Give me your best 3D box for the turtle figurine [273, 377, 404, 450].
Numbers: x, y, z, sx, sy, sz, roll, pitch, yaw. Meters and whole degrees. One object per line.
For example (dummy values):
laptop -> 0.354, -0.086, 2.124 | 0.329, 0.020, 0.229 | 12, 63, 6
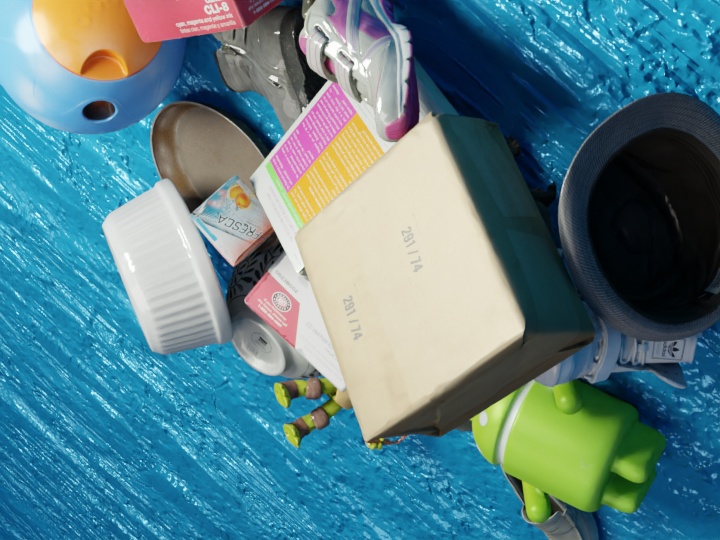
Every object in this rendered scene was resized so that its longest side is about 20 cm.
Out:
turtle figurine -> -0.019, 0.133, 1.288 | 0.064, 0.160, 0.201 | -135, 33, -54

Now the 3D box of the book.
book -> -0.011, -0.109, 1.006 | 0.200, 0.048, 0.134 | -47, 57, 24

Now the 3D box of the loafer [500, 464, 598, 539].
loafer -> 0.210, 0.265, 1.239 | 0.070, 0.070, 0.201 | -9, 118, 47

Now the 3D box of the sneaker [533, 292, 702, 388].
sneaker -> 0.225, 0.060, 0.942 | 0.114, 0.200, 0.076 | 16, 109, 24

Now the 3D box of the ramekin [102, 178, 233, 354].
ramekin -> -0.227, 0.003, 1.271 | 0.202, 0.094, 0.204 | 158, 90, -77

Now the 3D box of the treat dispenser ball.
treat dispenser ball -> -0.279, -0.240, 1.120 | 0.200, 0.201, 0.202 | 25, 139, 24

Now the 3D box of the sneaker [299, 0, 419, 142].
sneaker -> -0.004, -0.181, 0.923 | 0.082, 0.087, 0.201 | 79, 177, -51

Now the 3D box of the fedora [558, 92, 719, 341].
fedora -> 0.227, -0.043, 0.887 | 0.200, 0.177, 0.090 | 51, 172, -18

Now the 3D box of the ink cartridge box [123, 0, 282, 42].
ink cartridge box -> -0.143, -0.327, 0.955 | 0.144, 0.145, 0.201 | 4, 128, 41

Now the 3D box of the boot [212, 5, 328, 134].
boot -> -0.082, -0.179, 1.114 | 0.131, 0.070, 0.202 | 16, 123, 38

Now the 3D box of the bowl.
bowl -> -0.098, 0.063, 1.324 | 0.200, 0.094, 0.202 | 26, 138, 25

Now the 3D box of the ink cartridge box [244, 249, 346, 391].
ink cartridge box -> 0.000, 0.000, 1.116 | 0.145, 0.083, 0.200 | 43, 118, 1

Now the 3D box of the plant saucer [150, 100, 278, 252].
plant saucer -> -0.159, -0.112, 1.268 | 0.199, 0.032, 0.201 | 26, 140, 24

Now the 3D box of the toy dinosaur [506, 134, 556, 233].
toy dinosaur -> 0.112, -0.061, 0.973 | 0.200, 0.102, 0.077 | -119, 8, -48

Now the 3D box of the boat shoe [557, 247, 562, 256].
boat shoe -> 0.137, 0.029, 1.085 | 0.060, 0.072, 0.202 | 35, 146, 5

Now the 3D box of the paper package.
paper package -> 0.060, 0.010, 0.887 | 0.190, 0.103, 0.201 | -38, 62, 33

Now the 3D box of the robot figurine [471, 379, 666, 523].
robot figurine -> 0.202, 0.166, 1.113 | 0.199, 0.116, 0.177 | 24, 131, 23

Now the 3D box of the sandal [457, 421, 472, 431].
sandal -> 0.081, 0.107, 1.230 | 0.075, 0.048, 0.201 | -2, 123, 44

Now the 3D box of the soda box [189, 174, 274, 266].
soda box -> -0.131, -0.048, 1.146 | 0.068, 0.064, 0.200 | 49, 175, -4
